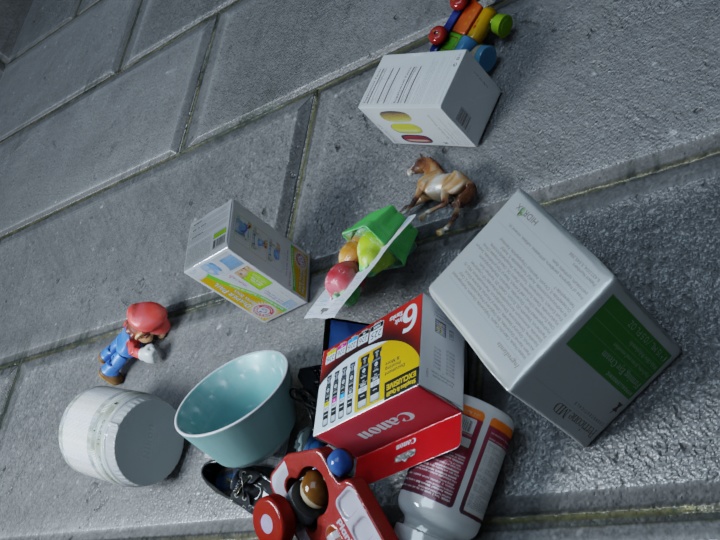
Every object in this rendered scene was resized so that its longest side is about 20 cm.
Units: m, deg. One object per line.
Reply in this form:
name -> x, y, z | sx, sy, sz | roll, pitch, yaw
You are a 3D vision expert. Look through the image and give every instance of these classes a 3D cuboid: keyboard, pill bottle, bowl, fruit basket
keyboard -> -0.035, 0.195, 1.293 | 0.102, 0.040, 0.200 | -13, 35, -22
keyboard -> -0.188, 0.288, 1.445 | 0.197, 0.011, 0.057 | -4, 61, 43
pill bottle -> 0.111, 0.262, 1.093 | 0.108, 0.109, 0.203 | 8, 69, 46
bowl -> -0.178, 0.228, 1.372 | 0.197, 0.106, 0.202 | -24, 22, 10
fruit basket -> 0.000, 0.000, 1.364 | 0.202, 0.093, 0.185 | -57, 13, -14

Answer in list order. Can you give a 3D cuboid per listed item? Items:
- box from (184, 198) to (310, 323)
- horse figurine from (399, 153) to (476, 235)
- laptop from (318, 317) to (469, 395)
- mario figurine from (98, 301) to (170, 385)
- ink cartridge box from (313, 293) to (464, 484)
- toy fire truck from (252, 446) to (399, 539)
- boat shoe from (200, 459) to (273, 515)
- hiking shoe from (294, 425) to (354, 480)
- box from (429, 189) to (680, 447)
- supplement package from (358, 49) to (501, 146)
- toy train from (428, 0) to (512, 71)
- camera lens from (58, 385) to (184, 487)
box -> -0.189, -0.011, 1.504 | 0.111, 0.199, 0.103 | -25, 47, 31
horse figurine -> 0.121, -0.120, 1.381 | 0.133, 0.050, 0.199 | -47, 29, -17
laptop -> 0.047, 0.134, 1.246 | 0.198, 0.103, 0.181 | -23, 50, 35
mario figurine -> -0.439, 0.145, 1.759 | 0.200, 0.105, 0.124 | -44, 76, 27
ink cartridge box -> 0.035, 0.156, 1.112 | 0.199, 0.083, 0.178 | -33, 38, 38
toy fire truck -> -0.036, 0.309, 1.093 | 0.169, 0.111, 0.202 | -51, 57, 33
boat shoe -> -0.179, 0.332, 1.361 | 0.198, 0.066, 0.071 | 11, 71, 48
hiking shoe -> -0.032, 0.304, 1.241 | 0.086, 0.074, 0.203 | -32, 55, 18
box -> 0.228, 0.057, 1.047 | 0.172, 0.198, 0.201 | -46, 42, 10
supplement package -> 0.112, -0.284, 1.462 | 0.198, 0.113, 0.111 | 11, 70, 49
toy train -> 0.213, -0.432, 1.497 | 0.115, 0.084, 0.202 | 29, 85, 39
camera lens -> -0.425, 0.292, 1.559 | 0.197, 0.159, 0.163 | -1, 63, 43
